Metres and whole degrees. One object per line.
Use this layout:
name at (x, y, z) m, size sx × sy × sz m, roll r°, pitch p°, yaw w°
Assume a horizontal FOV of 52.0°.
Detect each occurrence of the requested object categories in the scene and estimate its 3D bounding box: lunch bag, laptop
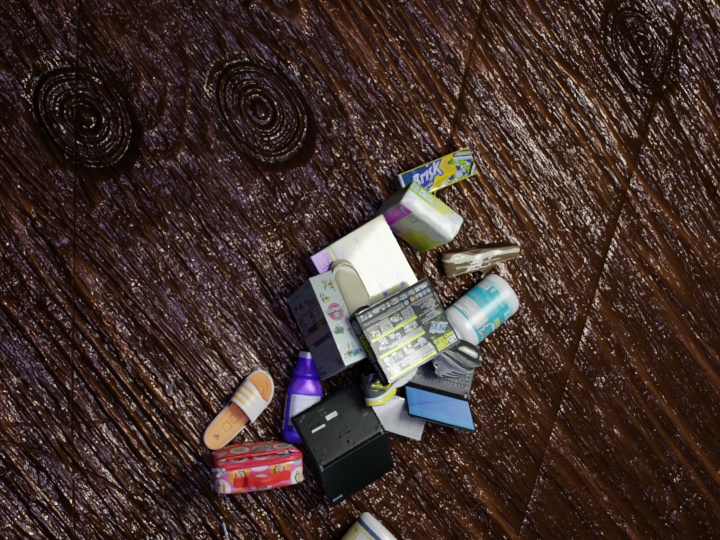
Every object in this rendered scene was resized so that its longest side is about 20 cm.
lunch bag at (-0.223, 0.427, 1.591) m, size 0.196 × 0.176 × 0.084 m, roll -4°, pitch 92°, yaw -15°
laptop at (0.199, 0.257, 1.741) m, size 0.174 × 0.103 × 0.204 m, roll 16°, pitch 84°, yaw -13°
laptop at (-0.037, 0.389, 1.660) m, size 0.175 × 0.104 × 0.202 m, roll -26°, pitch 72°, yaw -19°

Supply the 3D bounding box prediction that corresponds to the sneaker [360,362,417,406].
sneaker at (0.068, 0.221, 1.665) m, size 0.200 × 0.073 × 0.086 m, roll -46°, pitch 124°, yaw -48°

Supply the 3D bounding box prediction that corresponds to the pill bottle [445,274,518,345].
pill bottle at (0.273, 0.108, 1.763) m, size 0.199 × 0.111 × 0.112 m, roll -37°, pitch 96°, yaw -12°

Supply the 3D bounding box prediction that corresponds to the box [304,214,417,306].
box at (0.000, 0.000, 1.709) m, size 0.198 × 0.097 × 0.178 m, roll -31°, pitch 95°, yaw -14°

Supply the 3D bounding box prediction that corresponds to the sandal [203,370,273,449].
sandal at (-0.266, 0.318, 1.646) m, size 0.079 × 0.059 × 0.207 m, roll 42°, pitch 79°, yaw -9°

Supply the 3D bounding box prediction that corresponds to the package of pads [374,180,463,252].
package of pads at (0.133, -0.116, 1.693) m, size 0.153 × 0.200 × 0.069 m, roll 35°, pitch 75°, yaw -10°

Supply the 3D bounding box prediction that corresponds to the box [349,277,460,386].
box at (0.096, 0.130, 1.582) m, size 0.198 × 0.044 × 0.162 m, roll -26°, pitch 85°, yaw -25°

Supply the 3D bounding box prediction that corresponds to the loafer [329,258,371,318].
loafer at (-0.009, 0.070, 1.618) m, size 0.075 × 0.068 × 0.203 m, roll -22°, pitch 92°, yaw -14°

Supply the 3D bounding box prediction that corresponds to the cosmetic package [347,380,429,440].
cosmetic package at (0.056, 0.327, 1.728) m, size 0.197 × 0.051 × 0.084 m, roll 20°, pitch 85°, yaw -12°

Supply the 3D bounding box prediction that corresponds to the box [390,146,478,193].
box at (0.177, -0.228, 1.780) m, size 0.197 × 0.064 × 0.071 m, roll -23°, pitch 93°, yaw -14°

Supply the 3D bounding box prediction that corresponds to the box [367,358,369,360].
box at (0.084, 0.126, 1.728) m, size 0.199 × 0.069 × 0.082 m, roll -38°, pitch 76°, yaw -14°

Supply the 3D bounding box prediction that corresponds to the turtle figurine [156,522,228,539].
turtle figurine at (-0.331, 0.674, 1.605) m, size 0.142 × 0.198 × 0.198 m, roll -15°, pitch 116°, yaw -41°

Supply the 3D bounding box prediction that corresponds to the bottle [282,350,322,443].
bottle at (-0.129, 0.286, 1.678) m, size 0.082 × 0.065 × 0.205 m, roll 7°, pitch 85°, yaw -17°

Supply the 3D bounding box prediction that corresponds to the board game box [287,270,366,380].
board game box at (-0.076, 0.123, 1.619) m, size 0.063 × 0.147 × 0.203 m, roll -19°, pitch 80°, yaw -31°

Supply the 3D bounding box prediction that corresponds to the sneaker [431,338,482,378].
sneaker at (0.169, 0.186, 1.689) m, size 0.199 × 0.116 × 0.076 m, roll 33°, pitch 42°, yaw -3°

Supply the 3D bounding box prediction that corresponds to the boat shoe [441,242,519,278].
boat shoe at (0.293, -0.020, 1.801) m, size 0.198 × 0.075 × 0.076 m, roll -7°, pitch 102°, yaw -8°

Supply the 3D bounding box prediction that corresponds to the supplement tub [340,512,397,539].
supplement tub at (-0.002, 0.663, 1.649) m, size 0.144 × 0.144 × 0.200 m, roll 44°, pitch 78°, yaw -8°
